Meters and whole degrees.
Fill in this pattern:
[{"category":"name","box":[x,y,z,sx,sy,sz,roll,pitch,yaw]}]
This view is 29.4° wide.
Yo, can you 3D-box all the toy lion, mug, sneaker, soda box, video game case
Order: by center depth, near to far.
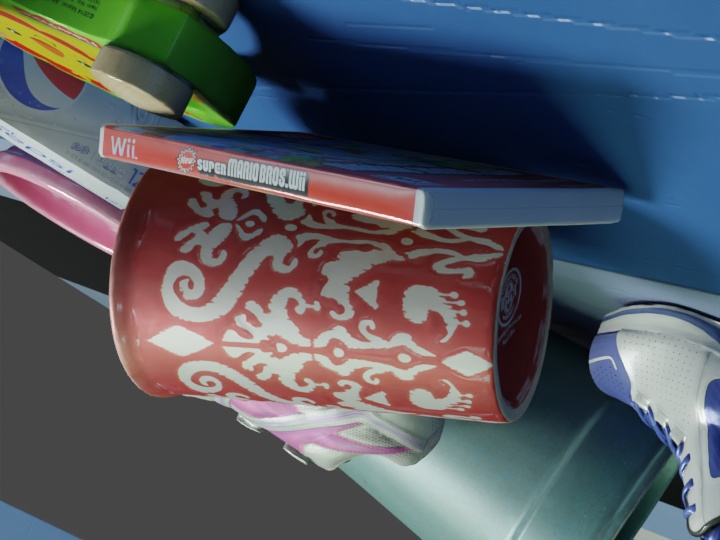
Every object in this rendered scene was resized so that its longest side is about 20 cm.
[{"category":"video game case","box":[-0.002,-0.045,0.625,0.200,0.017,0.143,14,-168,40]},{"category":"toy lion","box":[-0.141,-0.124,0.718,0.200,0.069,0.192,25,175,15]},{"category":"sneaker","box":[0.188,0.092,0.720,0.081,0.115,0.199,38,166,-36]},{"category":"mug","box":[-0.004,-0.005,0.721,0.200,0.178,0.134,6,143,22]},{"category":"sneaker","box":[-0.036,0.076,0.822,0.200,0.081,0.088,8,123,31]},{"category":"soda box","box":[-0.217,-0.117,0.896,0.200,0.064,0.068,32,169,-18]}]

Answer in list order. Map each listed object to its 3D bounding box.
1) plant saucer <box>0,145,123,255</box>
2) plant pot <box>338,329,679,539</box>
[{"category":"plant saucer","box":[-0.233,-0.060,1.228,0.200,0.051,0.201,27,168,6]},{"category":"plant pot","box":[0.094,0.115,0.900,0.196,0.200,0.200,32,171,18]}]
